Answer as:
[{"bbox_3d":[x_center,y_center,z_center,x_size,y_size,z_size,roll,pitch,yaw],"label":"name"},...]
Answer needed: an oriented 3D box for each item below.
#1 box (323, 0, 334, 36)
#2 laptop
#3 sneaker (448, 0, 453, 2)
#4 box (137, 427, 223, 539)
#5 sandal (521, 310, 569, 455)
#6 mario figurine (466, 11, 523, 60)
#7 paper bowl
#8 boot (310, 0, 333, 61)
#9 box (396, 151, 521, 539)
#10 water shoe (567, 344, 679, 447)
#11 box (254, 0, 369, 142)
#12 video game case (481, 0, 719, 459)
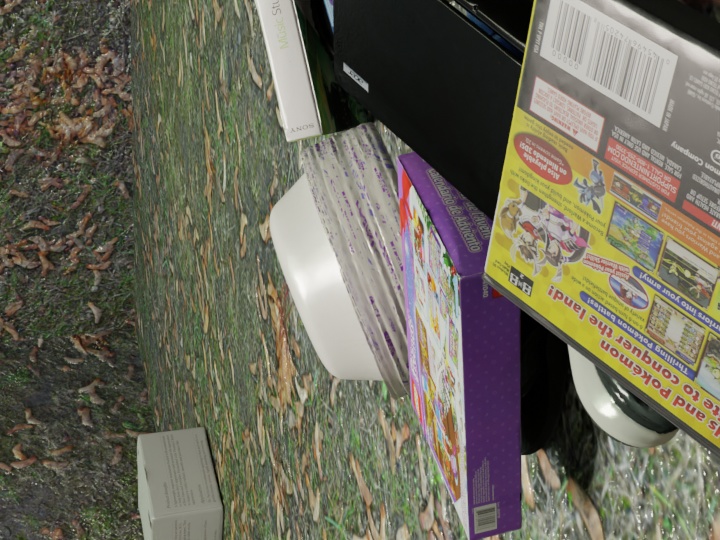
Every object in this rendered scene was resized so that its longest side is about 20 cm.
[{"bbox_3d":[0.000,-0.213,0.883,0.137,0.037,0.203,-141,33,-68],"label":"box"},{"bbox_3d":[0.077,-0.152,0.738,0.177,0.103,0.201,43,98,30],"label":"laptop"},{"bbox_3d":[0.073,-0.251,0.901,0.200,0.079,0.084,124,155,-54],"label":"sneaker"},{"bbox_3d":[-0.331,0.430,2.522,0.200,0.129,0.202,-111,21,-46],"label":"box"},{"bbox_3d":[0.104,0.039,0.889,0.076,0.047,0.202,-111,21,-46],"label":"sandal"},{"bbox_3d":[0.103,-0.181,0.817,0.122,0.106,0.202,18,130,35],"label":"mario figurine"},{"bbox_3d":[0.000,0.000,1.045,0.201,0.103,0.203,-23,-90,-89],"label":"paper bowl"},{"bbox_3d":[-0.002,-0.261,1.066,0.158,0.078,0.214,123,129,-74],"label":"boot"},{"bbox_3d":[0.061,0.045,0.855,0.137,0.038,0.202,-113,15,-53],"label":"box"},{"bbox_3d":[0.139,-0.005,0.743,0.079,0.071,0.202,-51,46,39],"label":"water shoe"},{"bbox_3d":[-0.040,-0.188,1.185,0.200,0.036,0.147,-35,-66,-74],"label":"box"},{"bbox_3d":[0.142,-0.019,0.611,0.199,0.025,0.183,38,138,33],"label":"video game case"}]
